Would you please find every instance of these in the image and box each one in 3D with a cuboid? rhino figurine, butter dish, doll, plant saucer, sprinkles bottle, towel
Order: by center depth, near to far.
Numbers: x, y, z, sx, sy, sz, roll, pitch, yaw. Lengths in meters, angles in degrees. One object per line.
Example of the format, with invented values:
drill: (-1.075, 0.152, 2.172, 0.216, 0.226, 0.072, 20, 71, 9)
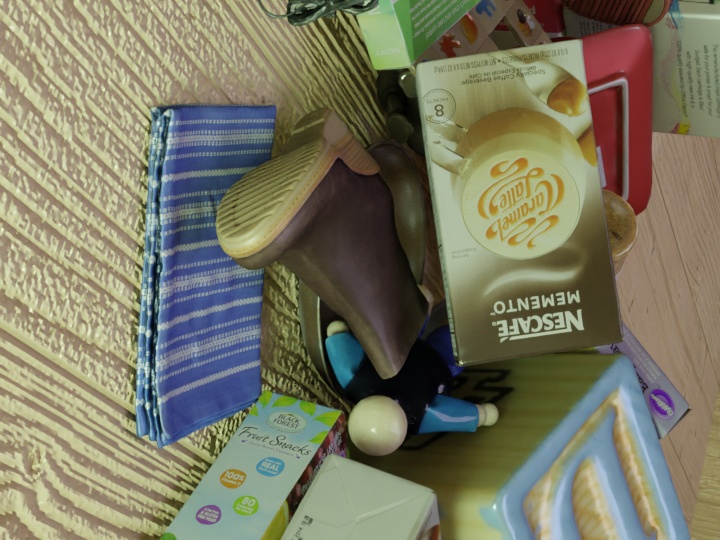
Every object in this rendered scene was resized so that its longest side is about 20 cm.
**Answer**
towel: (-0.090, -0.002, 0.848, 0.145, 0.024, 0.202, -15, 111, -66)
doll: (0.037, 0.074, 0.974, 0.049, 0.136, 0.200, -62, 174, 24)
plant saucer: (0.000, 0.000, 1.045, 0.200, 0.032, 0.202, 9, 90, -67)
rhino figurine: (0.079, -0.092, 1.076, 0.200, 0.060, 0.088, 48, 18, -27)
sprinkles bottle: (0.192, 0.004, 1.210, 0.200, 0.068, 0.069, 95, 14, -65)
butter dish: (0.146, -0.127, 1.218, 0.198, 0.148, 0.201, -20, 127, -16)

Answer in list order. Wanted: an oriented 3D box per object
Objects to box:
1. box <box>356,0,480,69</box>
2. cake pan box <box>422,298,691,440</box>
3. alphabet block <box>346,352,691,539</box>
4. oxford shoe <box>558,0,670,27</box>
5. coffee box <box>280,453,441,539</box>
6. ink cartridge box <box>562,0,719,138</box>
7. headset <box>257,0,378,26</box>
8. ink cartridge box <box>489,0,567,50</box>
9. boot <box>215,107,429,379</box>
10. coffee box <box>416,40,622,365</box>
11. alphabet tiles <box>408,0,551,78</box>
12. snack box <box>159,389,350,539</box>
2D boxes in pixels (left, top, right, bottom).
box: (0.025, -0.259, 0.946, 0.144, 0.036, 0.202, -46, 123, -45)
cake pan box: (0.139, 0.085, 1.113, 0.052, 0.200, 0.185, -35, 88, -41)
alphabet block: (0.103, 0.188, 1.033, 0.196, 0.199, 0.197, -37, 112, -42)
oxford shoe: (0.177, -0.276, 1.169, 0.071, 0.199, 0.075, -62, 177, 39)
coffee box: (0.001, 0.229, 0.880, 0.115, 0.079, 0.201, -58, 154, -35)
ink cartridge box: (0.295, -0.200, 1.236, 0.084, 0.198, 0.145, -64, 150, -34)
headset: (-0.051, -0.237, 0.772, 0.124, 0.093, 0.202, -47, 128, -52)
ink cartridge box: (0.180, -0.216, 1.322, 0.145, 0.084, 0.201, -57, 145, -44)
boot: (-0.011, -0.002, 0.874, 0.167, 0.072, 0.200, 63, 24, -17)
coffee box: (0.107, -0.043, 0.933, 0.080, 0.113, 0.202, 63, 18, -87)
alphabet tiles: (0.071, -0.196, 1.036, 0.201, 0.008, 0.167, 52, 46, -15)
snack box: (-0.071, 0.209, 0.892, 0.200, 0.067, 0.170, -53, 148, -42)
